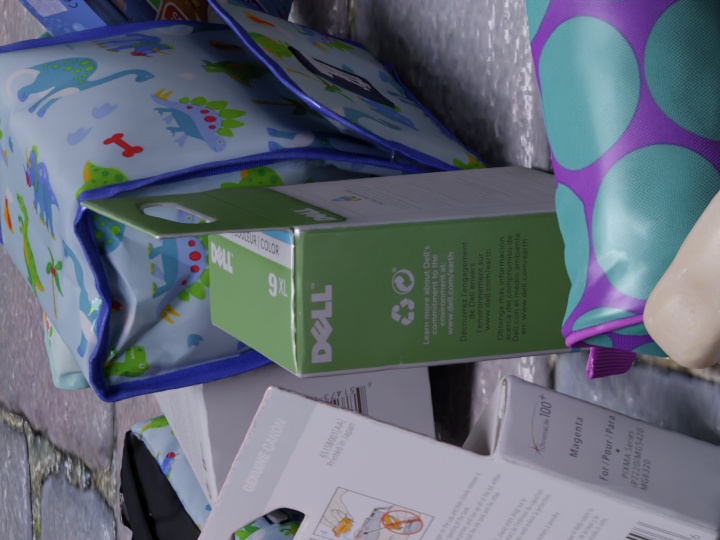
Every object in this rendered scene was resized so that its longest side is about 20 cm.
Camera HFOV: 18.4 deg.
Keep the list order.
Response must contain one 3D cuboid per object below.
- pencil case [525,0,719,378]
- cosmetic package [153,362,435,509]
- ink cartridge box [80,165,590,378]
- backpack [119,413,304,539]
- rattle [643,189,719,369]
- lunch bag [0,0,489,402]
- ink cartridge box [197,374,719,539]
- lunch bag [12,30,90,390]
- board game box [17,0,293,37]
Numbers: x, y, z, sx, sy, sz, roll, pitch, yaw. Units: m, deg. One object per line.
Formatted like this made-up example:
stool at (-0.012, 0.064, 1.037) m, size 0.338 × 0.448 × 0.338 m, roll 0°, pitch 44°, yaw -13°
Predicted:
pencil case at (0.097, -0.070, 0.779) m, size 0.092 × 0.085 × 0.202 m, roll -23°, pitch 71°, yaw 50°
cosmetic package at (-0.047, 0.030, 1.068) m, size 0.200 × 0.112 × 0.082 m, roll -130°, pitch 29°, yaw -58°
ink cartridge box at (0.000, 0.000, 0.869) m, size 0.104 × 0.198 × 0.060 m, roll -156°, pitch 63°, yaw -65°
backpack at (-0.047, 0.147, 1.089) m, size 0.200 × 0.153 × 0.164 m, roll 33°, pitch 145°, yaw 42°
rattle at (0.181, -0.022, 0.610) m, size 0.200 × 0.130 × 0.143 m, roll -49°, pitch 55°, yaw 23°
lunch bag at (-0.054, -0.045, 0.994) m, size 0.170 × 0.198 × 0.128 m, roll -130°, pitch 34°, yaw -53°
ink cartridge box at (0.025, 0.110, 0.863) m, size 0.201 × 0.172 × 0.044 m, roll 116°, pitch 171°, yaw -49°
lunch bag at (-0.140, -0.052, 1.305) m, size 0.201 × 0.121 × 0.172 m, roll -113°, pitch 26°, yaw -55°
board game box at (-0.108, -0.155, 1.086) m, size 0.034 × 0.200 × 0.136 m, roll -11°, pitch 50°, yaw 32°
